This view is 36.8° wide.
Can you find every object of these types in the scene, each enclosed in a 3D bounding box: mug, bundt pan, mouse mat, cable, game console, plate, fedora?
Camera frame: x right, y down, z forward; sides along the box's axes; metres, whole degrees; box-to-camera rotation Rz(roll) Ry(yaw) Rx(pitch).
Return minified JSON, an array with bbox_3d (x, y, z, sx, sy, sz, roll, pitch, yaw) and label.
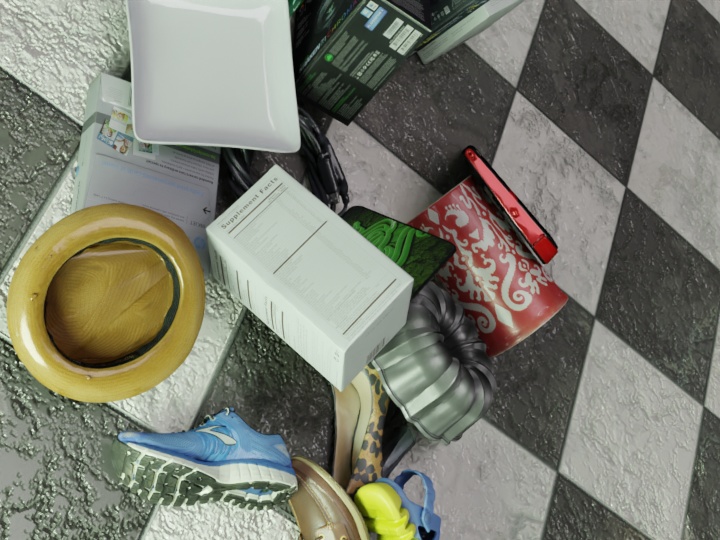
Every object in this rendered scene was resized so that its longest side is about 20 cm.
[{"bbox_3d":[0.154,-0.008,1.407,0.133,0.178,0.201,-36,92,-3],"label":"mug"},{"bbox_3d":[0.090,0.096,1.276,0.202,0.075,0.204,43,28,-28],"label":"bundt pan"},{"bbox_3d":[0.000,0.000,1.266,0.200,0.159,0.008,-44,144,-37],"label":"mouse mat"},{"bbox_3d":[-0.099,-0.132,1.287,0.162,0.050,0.203,-27,96,-41],"label":"cable"},{"bbox_3d":[0.192,-0.090,1.423,0.177,0.031,0.200,49,9,-1],"label":"game console"},{"bbox_3d":[-0.168,-0.229,1.217,0.196,0.032,0.204,1,75,-29],"label":"plate"},{"bbox_3d":[-0.253,0.030,1.077,0.197,0.082,0.205,-2,94,-25],"label":"fedora"}]

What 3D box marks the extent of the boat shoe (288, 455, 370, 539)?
[{"bbox_3d":[-0.031,0.295,1.165,0.067,0.072,0.202,-33,93,-37],"label":"boat shoe"}]

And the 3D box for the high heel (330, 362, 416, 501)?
[{"bbox_3d":[-0.020,0.161,1.222,0.142,0.071,0.202,-41,106,-43],"label":"high heel"}]

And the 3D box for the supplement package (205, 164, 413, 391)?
[{"bbox_3d":[-0.055,0.007,1.146,0.199,0.110,0.114,40,67,16],"label":"supplement package"}]

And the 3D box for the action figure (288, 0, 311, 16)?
[{"bbox_3d":[-0.087,-0.369,1.337,0.117,0.055,0.201,36,75,17],"label":"action figure"}]

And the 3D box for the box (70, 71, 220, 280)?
[{"bbox_3d":[-0.232,-0.097,1.183,0.154,0.041,0.204,16,64,-32],"label":"box"}]

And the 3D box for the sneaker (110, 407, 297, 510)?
[{"bbox_3d":[-0.162,0.189,1.116,0.197,0.079,0.090,14,44,-27],"label":"sneaker"}]

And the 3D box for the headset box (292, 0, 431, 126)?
[{"bbox_3d":[-0.001,-0.315,1.324,0.092,0.174,0.202,26,42,-25],"label":"headset box"}]

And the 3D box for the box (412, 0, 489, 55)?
[{"bbox_3d":[0.068,-0.380,1.408,0.051,0.199,0.160,-22,86,-45],"label":"box"}]

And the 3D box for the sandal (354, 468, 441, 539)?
[{"bbox_3d":[0.067,0.304,1.210,0.087,0.079,0.203,-39,119,-42],"label":"sandal"}]

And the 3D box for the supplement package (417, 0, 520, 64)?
[{"bbox_3d":[0.124,-0.428,1.501,0.151,0.150,0.202,-34,95,-39],"label":"supplement package"}]
